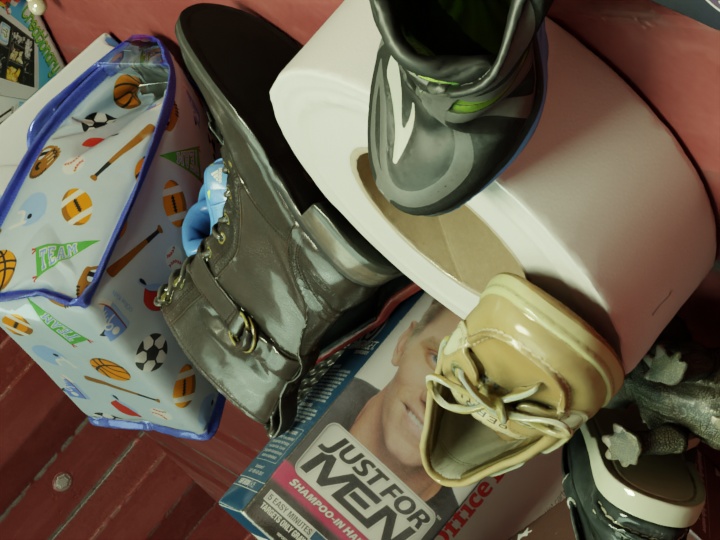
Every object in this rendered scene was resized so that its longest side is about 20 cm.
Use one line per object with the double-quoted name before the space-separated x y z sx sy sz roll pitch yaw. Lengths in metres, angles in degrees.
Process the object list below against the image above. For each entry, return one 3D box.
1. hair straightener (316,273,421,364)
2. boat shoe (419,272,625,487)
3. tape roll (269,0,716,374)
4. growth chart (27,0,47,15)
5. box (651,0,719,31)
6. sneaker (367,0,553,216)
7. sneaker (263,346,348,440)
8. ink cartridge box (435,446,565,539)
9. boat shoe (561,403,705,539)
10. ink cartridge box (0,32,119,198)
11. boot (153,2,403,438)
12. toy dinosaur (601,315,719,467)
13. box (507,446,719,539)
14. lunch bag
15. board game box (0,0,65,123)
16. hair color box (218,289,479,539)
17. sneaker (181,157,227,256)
"hair straightener" 0.000 0.000 0.945 0.077 0.041 0.200 28 147 -27
"boat shoe" 0.066 0.058 0.760 0.073 0.063 0.200 39 165 11
"tape roll" 0.057 -0.041 0.757 0.202 0.071 0.203 38 165 12
"growth chart" -0.228 -0.228 1.048 0.145 0.018 0.200 45 165 -15
"box" 0.107 -0.126 0.357 0.141 0.079 0.200 35 165 33
"sneaker" 0.030 -0.086 0.577 0.071 0.083 0.200 43 148 14
"sneaker" -0.018 0.073 1.167 0.090 0.070 0.200 49 -160 -34
"ink cartridge box" 0.130 0.189 1.114 0.200 0.146 0.084 42 168 -3
"boat shoe" 0.135 0.108 0.863 0.074 0.066 0.199 17 -166 -3
"ink cartridge box" -0.213 -0.080 1.212 0.076 0.136 0.200 47 165 -7
"boot" -0.069 -0.023 0.921 0.200 0.069 0.174 56 135 12
"toy dinosaur" 0.177 0.066 0.779 0.199 0.102 0.077 20 113 27
"box" 0.126 0.188 0.977 0.075 0.200 0.100 45 -156 -13
"lunch bag" -0.139 -0.022 1.072 0.123 0.201 0.170 6 150 28
"board game box" -0.278 -0.137 1.231 0.035 0.126 0.200 35 165 17
"hair color box" 0.023 0.092 0.983 0.100 0.200 0.061 43 166 -11
"sneaker" -0.051 -0.018 1.037 0.105 0.076 0.200 -1 147 3
